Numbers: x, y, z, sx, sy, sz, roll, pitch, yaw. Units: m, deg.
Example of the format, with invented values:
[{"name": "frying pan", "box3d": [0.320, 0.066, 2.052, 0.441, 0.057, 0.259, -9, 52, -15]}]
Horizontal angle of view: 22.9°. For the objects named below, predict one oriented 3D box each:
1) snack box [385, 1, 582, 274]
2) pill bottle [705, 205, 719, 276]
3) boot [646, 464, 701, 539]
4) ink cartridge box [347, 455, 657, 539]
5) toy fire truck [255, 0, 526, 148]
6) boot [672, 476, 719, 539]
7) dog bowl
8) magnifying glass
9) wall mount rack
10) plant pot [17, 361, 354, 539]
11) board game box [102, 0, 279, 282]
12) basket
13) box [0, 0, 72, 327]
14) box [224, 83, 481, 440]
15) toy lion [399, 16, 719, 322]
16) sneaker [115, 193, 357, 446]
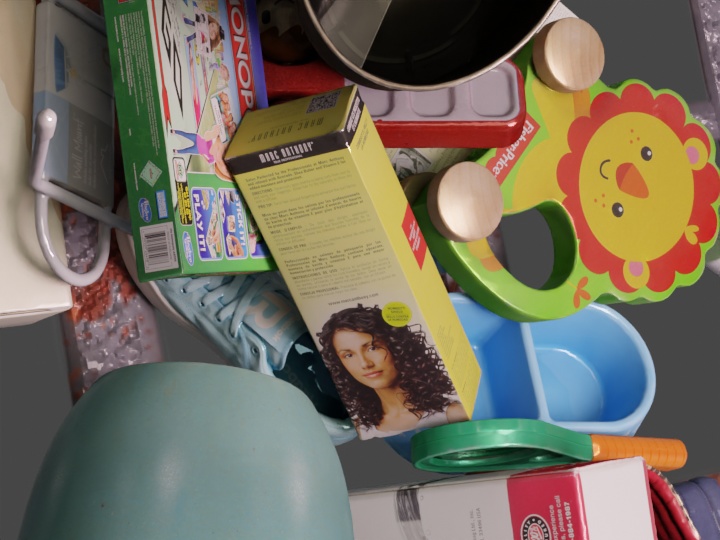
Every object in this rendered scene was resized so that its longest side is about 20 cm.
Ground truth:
[{"name": "snack box", "box3d": [0.058, -0.111, 1.152, 0.116, 0.037, 0.201, 37, 70, -16]}, {"name": "pill bottle", "box3d": [0.328, 0.011, 1.219, 0.199, 0.112, 0.113, 32, 72, -17]}, {"name": "boot", "box3d": [0.145, 0.214, 1.085, 0.073, 0.150, 0.202, -17, 87, -46]}, {"name": "ink cartridge box", "box3d": [0.071, 0.191, 1.028, 0.083, 0.198, 0.147, -4, 84, -52]}, {"name": "toy fire truck", "box3d": [-0.005, -0.148, 1.050, 0.197, 0.112, 0.170, -1, 63, -6]}, {"name": "boot", "box3d": [0.218, 0.238, 1.160, 0.089, 0.073, 0.202, -12, 88, -19]}, {"name": "dog bowl", "box3d": [0.099, 0.067, 1.122, 0.198, 0.050, 0.113, 3, 61, -25]}, {"name": "magnifying glass", "box3d": [0.116, 0.108, 1.063, 0.198, 0.079, 0.023, 4, 71, -35]}, {"name": "wall mount rack", "box3d": [-0.143, -0.101, 0.941, 0.173, 0.074, 0.202, 30, 54, -60]}, {"name": "plant pot", "box3d": [-0.093, 0.145, 0.972, 0.199, 0.200, 0.163, 13, 66, -22]}, {"name": "board game box", "box3d": [-0.089, -0.097, 0.949, 0.134, 0.029, 0.203, -4, 86, -68]}, {"name": "basket", "box3d": [0.029, -0.162, 0.912, 0.135, 0.200, 0.182, 24, 83, -4]}, {"name": "box", "box3d": [-0.219, -0.069, 0.991, 0.077, 0.095, 0.203, -6, 87, -25]}, {"name": "box", "box3d": [0.000, 0.000, 0.987, 0.201, 0.075, 0.050, 64, 26, -28]}, {"name": "toy lion", "box3d": [0.140, -0.046, 1.127, 0.192, 0.068, 0.201, 45, 66, -18]}, {"name": "sneaker", "box3d": [-0.061, 0.022, 1.056, 0.200, 0.082, 0.074, 47, 66, -13]}]
